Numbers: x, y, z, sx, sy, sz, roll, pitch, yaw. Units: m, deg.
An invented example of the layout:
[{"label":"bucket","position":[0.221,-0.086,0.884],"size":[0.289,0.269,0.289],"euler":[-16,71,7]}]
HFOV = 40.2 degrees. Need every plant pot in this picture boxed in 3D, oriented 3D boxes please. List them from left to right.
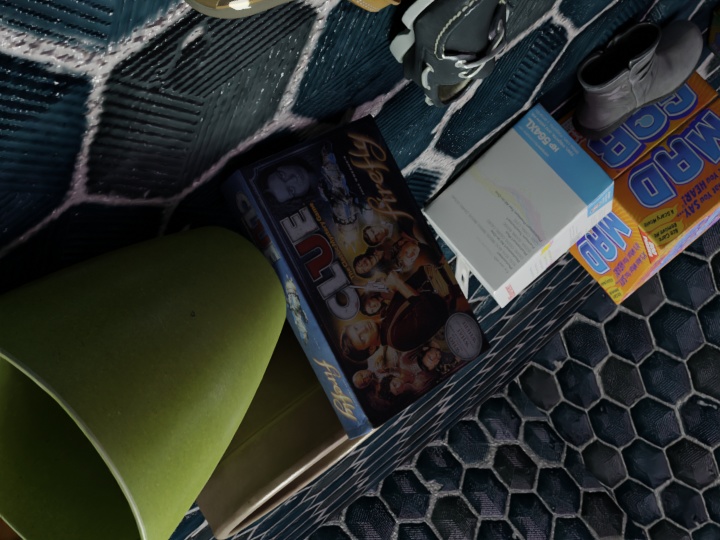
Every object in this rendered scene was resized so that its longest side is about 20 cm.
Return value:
[{"label":"plant pot","position":[-0.142,0.060,0.636],"size":[0.200,0.186,0.188],"euler":[-45,171,-41]},{"label":"plant pot","position":[-0.080,0.088,0.803],"size":[0.199,0.175,0.200],"euler":[-36,168,-8]}]

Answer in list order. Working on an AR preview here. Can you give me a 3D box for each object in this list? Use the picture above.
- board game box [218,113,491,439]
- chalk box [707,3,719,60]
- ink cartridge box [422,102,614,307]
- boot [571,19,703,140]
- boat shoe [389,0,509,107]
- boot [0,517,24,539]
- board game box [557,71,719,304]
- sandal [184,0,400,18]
[{"label":"board game box","position":[0.000,0.000,0.720],"size":[0.135,0.202,0.034],"euler":[-28,180,-37]},{"label":"chalk box","position":[0.563,-0.322,1.346],"size":[0.124,0.124,0.200],"euler":[-43,165,10]},{"label":"ink cartridge box","position":[0.170,-0.060,1.109],"size":[0.200,0.126,0.129],"euler":[-42,165,3]},{"label":"boot","position":[0.325,-0.239,1.114],"size":[0.200,0.070,0.132],"euler":[-43,160,-10]},{"label":"boat shoe","position":[0.066,-0.150,0.626],"size":[0.075,0.061,0.200],"euler":[-35,-178,1]},{"label":"boot","position":[-0.246,0.171,0.676],"size":[0.199,0.156,0.077],"euler":[-27,160,-41]},{"label":"board game box","position":[0.357,-0.120,1.260],"size":[0.199,0.200,0.200],"euler":[-37,165,-13]},{"label":"sandal","position":[-0.005,-0.157,0.496],"size":[0.198,0.080,0.055],"euler":[-26,144,-27]}]
